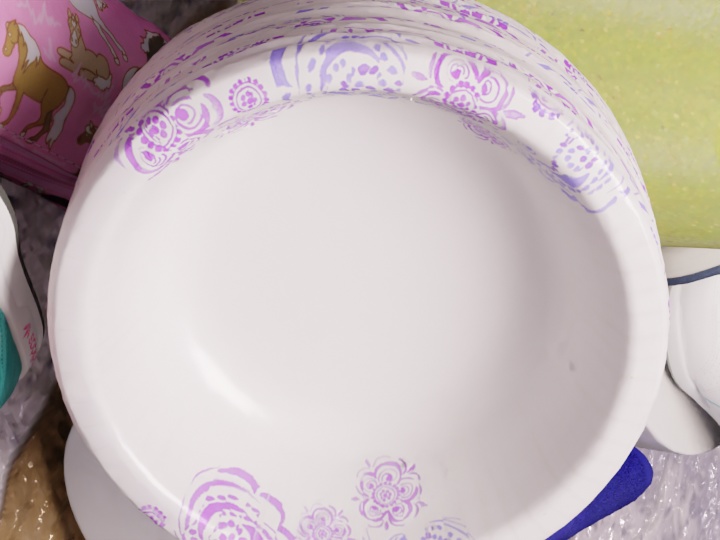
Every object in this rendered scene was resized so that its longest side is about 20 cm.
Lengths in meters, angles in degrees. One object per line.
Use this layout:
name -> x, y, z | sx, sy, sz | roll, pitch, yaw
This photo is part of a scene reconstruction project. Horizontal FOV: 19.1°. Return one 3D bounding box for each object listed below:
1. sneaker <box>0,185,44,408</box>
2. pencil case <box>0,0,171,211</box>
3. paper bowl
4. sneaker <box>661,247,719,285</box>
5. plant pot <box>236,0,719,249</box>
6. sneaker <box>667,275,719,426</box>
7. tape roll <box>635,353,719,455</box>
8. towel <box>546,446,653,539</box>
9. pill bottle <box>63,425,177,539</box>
sneaker -> -0.164, 0.028, 0.664 | 0.200, 0.083, 0.121 | 78, 32, -62
pencil case -> -0.125, -0.070, 0.730 | 0.200, 0.083, 0.087 | 26, 86, -54
paper bowl -> 0.000, 0.000, 0.720 | 0.104, 0.199, 0.202 | -89, 167, -64
sneaker -> 0.199, -0.009, 0.905 | 0.199, 0.075, 0.085 | -17, 113, -26
plant pot -> 0.072, -0.087, 0.821 | 0.200, 0.183, 0.202 | 11, 90, -74
sneaker -> 0.195, 0.059, 0.968 | 0.070, 0.080, 0.201 | -49, 128, -37
tape roll -> 0.109, -0.021, 1.023 | 0.202, 0.139, 0.204 | -13, 106, -53
towel -> 0.022, 0.123, 0.931 | 0.200, 0.147, 0.050 | -18, 81, -53
pill bottle -> -0.022, 0.053, 0.873 | 0.200, 0.109, 0.110 | -33, 121, -48
